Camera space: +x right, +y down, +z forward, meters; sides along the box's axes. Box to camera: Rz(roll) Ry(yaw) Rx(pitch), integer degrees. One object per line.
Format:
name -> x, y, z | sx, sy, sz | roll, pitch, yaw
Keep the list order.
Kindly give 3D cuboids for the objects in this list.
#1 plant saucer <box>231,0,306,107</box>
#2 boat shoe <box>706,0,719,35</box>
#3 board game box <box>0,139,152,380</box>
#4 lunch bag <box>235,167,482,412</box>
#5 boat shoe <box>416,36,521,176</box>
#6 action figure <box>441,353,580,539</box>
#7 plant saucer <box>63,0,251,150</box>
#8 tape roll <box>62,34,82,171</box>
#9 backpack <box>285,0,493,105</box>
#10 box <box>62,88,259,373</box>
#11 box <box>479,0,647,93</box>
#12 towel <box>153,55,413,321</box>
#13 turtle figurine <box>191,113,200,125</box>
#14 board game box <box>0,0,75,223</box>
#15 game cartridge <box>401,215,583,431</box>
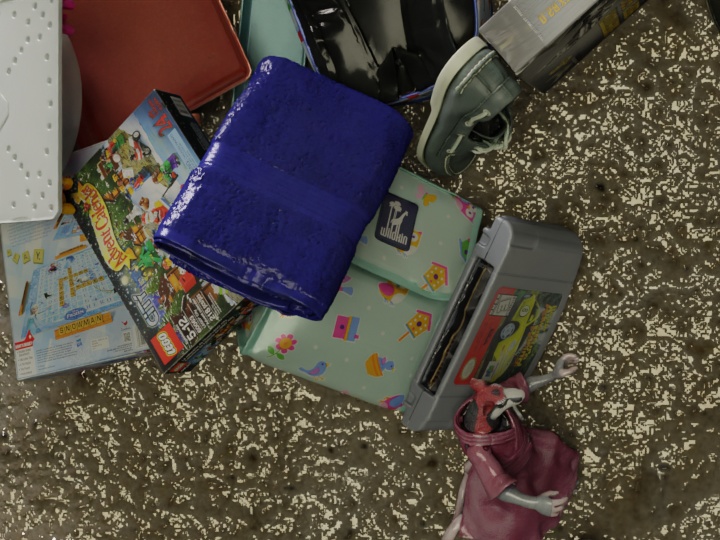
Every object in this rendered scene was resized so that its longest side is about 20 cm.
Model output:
plant saucer -> -0.077, -0.246, 1.133 | 0.069, 0.019, 0.201 | 8, 97, 13
boat shoe -> 0.328, -0.283, 1.014 | 0.073, 0.063, 0.203 | 2, 98, 11
board game box -> -0.251, -0.011, 1.132 | 0.199, 0.041, 0.201 | -13, 82, 31
lunch bag -> 0.000, 0.000, 1.065 | 0.170, 0.122, 0.201 | 23, 101, -17
boat shoe -> 0.094, -0.119, 1.017 | 0.062, 0.200, 0.073 | 41, 74, 13
action figure -> 0.122, 0.149, 1.055 | 0.148, 0.135, 0.200 | -1, 141, 29
plant saucer -> -0.216, -0.230, 1.149 | 0.199, 0.037, 0.201 | -25, 90, 20
tape roll -> -0.345, -0.157, 1.150 | 0.202, 0.037, 0.204 | -1, 88, 35
backpack -> 0.025, -0.237, 1.043 | 0.199, 0.154, 0.192 | -14, 87, 23
box -> -0.160, -0.033, 1.031 | 0.136, 0.038, 0.201 | -42, 69, 21
box -> 0.183, -0.219, 0.981 | 0.158, 0.200, 0.048 | -42, 83, 13
towel -> -0.057, -0.066, 0.971 | 0.147, 0.050, 0.201 | 26, 65, 2
turtle figurine -> -0.169, -0.040, 1.152 | 0.160, 0.064, 0.201 | -14, 101, 21
board game box -> -0.335, -0.141, 1.106 | 0.199, 0.026, 0.202 | -2, 87, 35
game cartridge -> 0.120, 0.051, 1.060 | 0.041, 0.133, 0.201 | 34, 108, 33
